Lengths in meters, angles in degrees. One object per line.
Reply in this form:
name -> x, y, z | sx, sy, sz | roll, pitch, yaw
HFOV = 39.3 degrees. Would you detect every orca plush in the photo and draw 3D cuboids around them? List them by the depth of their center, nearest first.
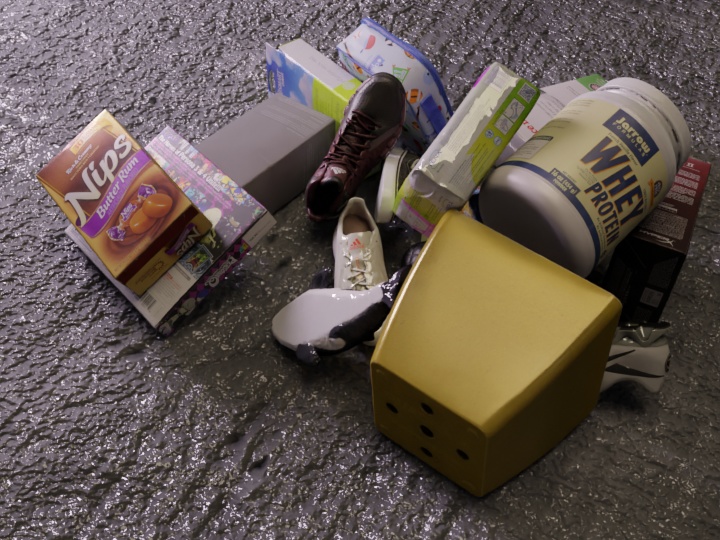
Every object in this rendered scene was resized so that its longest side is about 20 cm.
orca plush -> -0.008, 0.047, 1.071 | 0.071, 0.200, 0.106 | 22, 47, -37

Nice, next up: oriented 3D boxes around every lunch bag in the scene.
lunch bag -> 0.059, -0.234, 1.340 | 0.076, 0.200, 0.160 | -48, 58, -5

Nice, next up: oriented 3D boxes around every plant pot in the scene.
plant pot -> 0.115, 0.099, 1.002 | 0.199, 0.201, 0.176 | 31, 60, 24

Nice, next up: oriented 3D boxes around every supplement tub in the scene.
supplement tub -> 0.237, -0.096, 1.056 | 0.200, 0.145, 0.145 | -41, 59, -21

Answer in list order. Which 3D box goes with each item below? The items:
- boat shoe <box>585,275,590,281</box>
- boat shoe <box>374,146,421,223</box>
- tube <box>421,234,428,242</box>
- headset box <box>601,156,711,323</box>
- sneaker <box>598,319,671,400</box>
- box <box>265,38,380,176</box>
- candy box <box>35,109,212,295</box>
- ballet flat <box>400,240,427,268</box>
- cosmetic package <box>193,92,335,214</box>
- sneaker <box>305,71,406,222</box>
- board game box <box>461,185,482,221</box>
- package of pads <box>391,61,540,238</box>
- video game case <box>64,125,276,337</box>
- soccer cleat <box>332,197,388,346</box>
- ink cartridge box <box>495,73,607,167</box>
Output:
boat shoe -> 0.160, 0.012, 1.112 | 0.198, 0.075, 0.093 | -1, 20, -3
boat shoe -> 0.058, -0.109, 1.261 | 0.063, 0.071, 0.200 | 13, 25, 4
tube -> 0.172, -0.024, 1.234 | 0.198, 0.052, 0.058 | 3, 6, 4
headset box -> 0.344, -0.037, 1.188 | 0.075, 0.149, 0.200 | 20, 46, 13
sneaker -> 0.234, 0.096, 1.094 | 0.199, 0.089, 0.074 | 4, 11, 33
box -> -0.050, -0.222, 1.359 | 0.048, 0.122, 0.200 | -30, 54, -27
candy box -> -0.271, -0.080, 1.142 | 0.117, 0.056, 0.200 | -44, 57, -2
ballet flat -> 0.145, -0.017, 1.172 | 0.199, 0.067, 0.057 | -14, 31, 9
cosmetic package -> -0.130, -0.138, 1.291 | 0.106, 0.091, 0.200 | 30, 51, 25
sneaker -> -0.008, -0.139, 1.210 | 0.075, 0.201, 0.116 | 27, 18, 0
board game box -> 0.184, -0.090, 1.222 | 0.135, 0.035, 0.200 | -16, 6, -22
package of pads -> 0.106, -0.121, 1.092 | 0.068, 0.200, 0.155 | 36, 78, 2
video game case -> -0.223, -0.051, 1.163 | 0.181, 0.036, 0.200 | -47, 59, -6
soccer cleat -> 0.000, 0.000, 1.162 | 0.069, 0.078, 0.201 | -3, 44, -10
ink cartridge box -> 0.283, -0.182, 1.380 | 0.199, 0.085, 0.146 | -17, 47, -22
